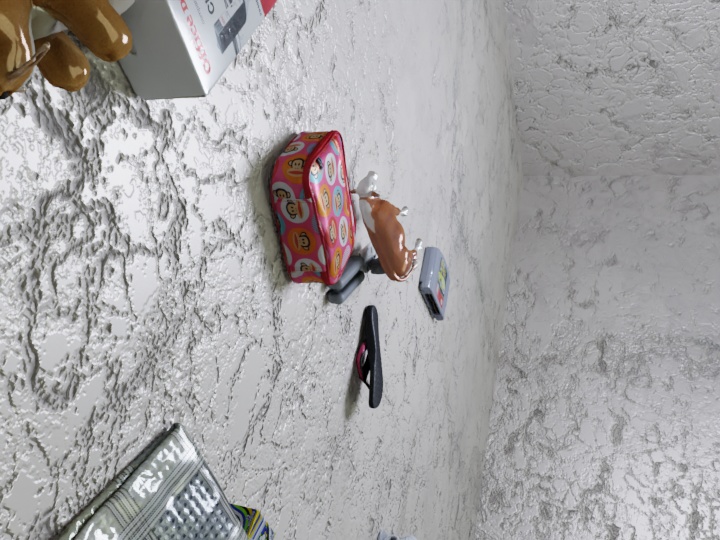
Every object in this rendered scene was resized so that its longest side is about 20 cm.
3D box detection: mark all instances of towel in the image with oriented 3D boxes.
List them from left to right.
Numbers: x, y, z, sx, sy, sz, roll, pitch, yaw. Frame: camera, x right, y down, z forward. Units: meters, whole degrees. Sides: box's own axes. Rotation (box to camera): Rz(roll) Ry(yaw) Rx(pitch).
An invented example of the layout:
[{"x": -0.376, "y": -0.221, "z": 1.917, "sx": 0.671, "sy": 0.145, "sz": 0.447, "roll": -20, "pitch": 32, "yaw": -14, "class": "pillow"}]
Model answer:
[{"x": -0.191, "y": 0.286, "z": 0.639, "sx": 0.197, "sy": 0.034, "sz": 0.200, "roll": 66, "pitch": 29, "yaw": -14, "class": "towel"}]

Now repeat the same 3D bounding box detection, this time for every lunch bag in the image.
[{"x": -0.061, "y": -0.099, "z": 0.957, "sx": 0.178, "sy": 0.079, "sz": 0.205, "roll": -64, "pitch": 151, "yaw": -52, "class": "lunch bag"}]

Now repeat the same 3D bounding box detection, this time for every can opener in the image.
[{"x": 0.000, "y": 0.000, "z": 1.150, "sx": 0.199, "sy": 0.064, "sz": 0.054, "roll": -39, "pitch": 130, "yaw": -57, "class": "can opener"}]

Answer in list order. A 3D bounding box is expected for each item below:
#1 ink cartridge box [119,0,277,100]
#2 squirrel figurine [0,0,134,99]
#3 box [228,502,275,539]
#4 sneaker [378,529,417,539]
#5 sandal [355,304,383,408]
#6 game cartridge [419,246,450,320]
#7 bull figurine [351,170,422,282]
[{"x": -0.169, "y": -0.287, "z": 0.633, "sx": 0.147, "sy": 0.081, "sz": 0.203, "roll": 72, "pitch": 30, "yaw": -44, "class": "ink cartridge box"}, {"x": -0.244, "y": -0.217, "z": 0.429, "sx": 0.188, "sy": 0.138, "sz": 0.204, "roll": -52, "pitch": 127, "yaw": -40, "class": "squirrel figurine"}, {"x": -0.170, "y": 0.385, "z": 0.747, "sx": 0.071, "sy": 0.062, "sz": 0.204, "roll": 70, "pitch": 30, "yaw": -44, "class": "box"}, {"x": 0.088, "y": 0.627, "z": 1.436, "sx": 0.199, "sy": 0.073, "sz": 0.119, "roll": -27, "pitch": 121, "yaw": -62, "class": "sneaker"}, {"x": 0.015, "y": 0.168, "z": 1.246, "sx": 0.075, "sy": 0.043, "sz": 0.206, "roll": 62, "pitch": 23, "yaw": -62, "class": "sandal"}, {"x": 0.201, "y": 0.030, "z": 1.713, "sx": 0.201, "sy": 0.040, "sz": 0.137, "roll": 58, "pitch": 36, "yaw": -56, "class": "game cartridge"}, {"x": 0.050, "y": -0.079, "z": 1.170, "sx": 0.120, "sy": 0.064, "sz": 0.206, "roll": -12, "pitch": 84, "yaw": -54, "class": "bull figurine"}]
